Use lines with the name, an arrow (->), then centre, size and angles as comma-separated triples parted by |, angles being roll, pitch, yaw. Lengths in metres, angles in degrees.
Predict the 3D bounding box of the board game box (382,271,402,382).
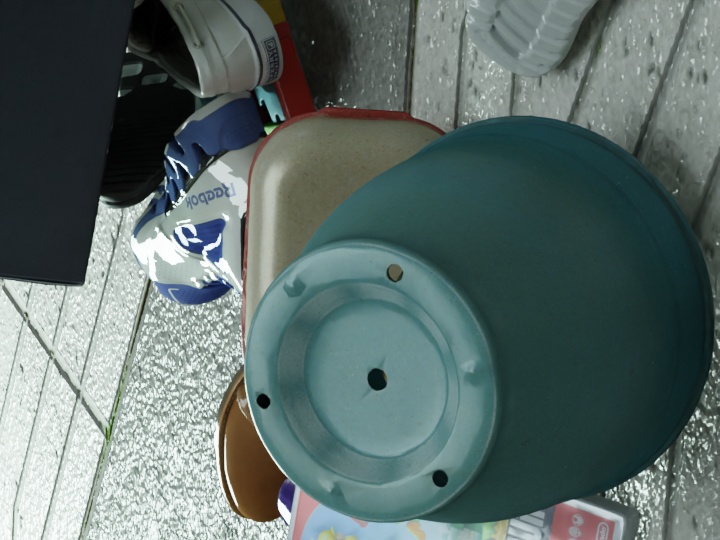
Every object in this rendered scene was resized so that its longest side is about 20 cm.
board game box -> 0.041, 0.066, 1.645 | 0.200, 0.105, 0.023 | 121, 158, -50

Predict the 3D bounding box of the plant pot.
plant pot -> 0.044, 0.035, 1.441 | 0.200, 0.188, 0.200 | 5, 102, 27

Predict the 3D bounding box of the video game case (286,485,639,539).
video game case -> 0.048, 0.165, 1.609 | 0.200, 0.017, 0.143 | 19, 108, 28

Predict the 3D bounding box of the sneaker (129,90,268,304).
sneaker -> -0.080, -0.014, 1.897 | 0.115, 0.081, 0.199 | 56, 155, 20

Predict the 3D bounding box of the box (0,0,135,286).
box -> -0.217, -0.118, 1.870 | 0.182, 0.104, 0.200 | -115, 34, -64

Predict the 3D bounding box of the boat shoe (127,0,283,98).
boat shoe -> -0.125, -0.163, 1.875 | 0.200, 0.066, 0.072 | 44, 147, 42

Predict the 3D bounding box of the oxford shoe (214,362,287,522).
oxford shoe -> -0.041, 0.089, 1.862 | 0.071, 0.071, 0.200 | 51, 137, 41

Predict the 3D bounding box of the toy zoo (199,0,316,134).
toy zoo -> -0.079, -0.144, 1.903 | 0.131, 0.020, 0.200 | 0, 110, 64

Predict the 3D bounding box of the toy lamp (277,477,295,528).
toy lamp -> 0.022, 0.165, 1.705 | 0.200, 0.058, 0.058 | 28, 118, 49

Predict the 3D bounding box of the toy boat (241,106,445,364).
toy boat -> 0.000, 0.000, 1.738 | 0.131, 0.130, 0.200 | -67, -19, -78

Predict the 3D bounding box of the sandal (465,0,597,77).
sandal -> 0.106, -0.174, 1.541 | 0.050, 0.082, 0.203 | -57, 3, -33

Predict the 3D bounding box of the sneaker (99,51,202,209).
sneaker -> -0.134, -0.080, 1.987 | 0.200, 0.074, 0.089 | -72, -24, -57
